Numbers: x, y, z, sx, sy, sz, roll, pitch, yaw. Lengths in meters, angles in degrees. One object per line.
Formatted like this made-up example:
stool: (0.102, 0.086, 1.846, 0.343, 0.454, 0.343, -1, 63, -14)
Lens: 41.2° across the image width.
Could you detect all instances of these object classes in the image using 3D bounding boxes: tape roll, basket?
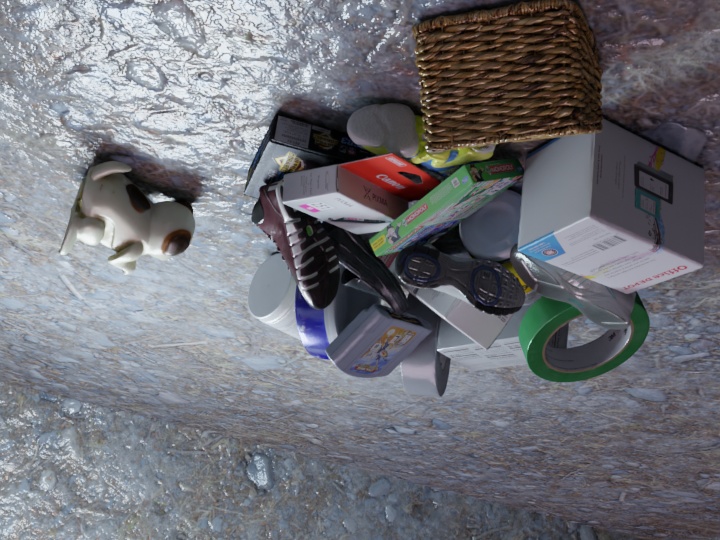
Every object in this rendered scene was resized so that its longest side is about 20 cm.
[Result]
tape roll: (0.125, 0.129, 1.766, 0.065, 0.204, 0.201, 2, 156, 13)
basket: (0.176, -0.223, 1.111, 0.197, 0.152, 0.142, -4, -173, 29)
tape roll: (0.346, 0.094, 1.487, 0.197, 0.049, 0.202, -8, 137, -7)

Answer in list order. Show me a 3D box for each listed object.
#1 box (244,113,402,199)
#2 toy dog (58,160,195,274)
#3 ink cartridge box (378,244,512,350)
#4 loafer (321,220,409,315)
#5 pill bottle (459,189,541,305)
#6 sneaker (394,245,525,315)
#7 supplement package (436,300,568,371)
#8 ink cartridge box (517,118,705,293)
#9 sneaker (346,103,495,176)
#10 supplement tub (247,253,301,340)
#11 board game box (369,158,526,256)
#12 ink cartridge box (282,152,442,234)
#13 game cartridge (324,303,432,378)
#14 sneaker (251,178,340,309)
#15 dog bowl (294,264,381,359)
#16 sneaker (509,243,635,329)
box: (-0.058, -0.141, 1.413, 0.195, 0.050, 0.200, 16, 157, -13)
toy dog: (-0.370, -0.089, 1.581, 0.197, 0.140, 0.195, 21, 118, -21)
ink cartridge box: (0.134, 0.026, 1.550, 0.199, 0.085, 0.145, 36, 180, 44)
loafer: (0.000, 0.000, 1.485, 0.201, 0.070, 0.068, 49, 179, -22)
pill bottle: (0.230, -0.029, 1.471, 0.112, 0.116, 0.200, -1, 155, 23)
sneaker: (0.147, 0.008, 1.400, 0.197, 0.076, 0.087, 21, -177, 0)
supplement package: (0.247, 0.072, 1.642, 0.198, 0.158, 0.110, -13, 147, 42)
ink cartridge box: (0.333, -0.080, 1.268, 0.197, 0.148, 0.146, 20, 155, -25)
sneaker: (0.078, -0.161, 1.276, 0.196, 0.077, 0.105, 9, 158, 0)
supplement tub: (-0.098, 0.064, 1.793, 0.131, 0.134, 0.199, -14, 147, 43)
board game box: (0.119, -0.087, 1.329, 0.134, 0.029, 0.199, -13, 162, -48)
ink cartridge box: (0.018, -0.100, 1.317, 0.171, 0.044, 0.199, -6, 166, 31)
game cartridge: (0.029, 0.122, 1.586, 0.042, 0.134, 0.199, 47, -165, 28)
sneaker: (-0.102, -0.042, 1.429, 0.075, 0.203, 0.115, -26, -161, -38)
dog bowl: (-0.035, 0.054, 1.656, 0.077, 0.203, 0.200, 1, 156, 24)
sneaker: (0.303, 0.006, 1.363, 0.198, 0.081, 0.070, 29, 160, -7)
